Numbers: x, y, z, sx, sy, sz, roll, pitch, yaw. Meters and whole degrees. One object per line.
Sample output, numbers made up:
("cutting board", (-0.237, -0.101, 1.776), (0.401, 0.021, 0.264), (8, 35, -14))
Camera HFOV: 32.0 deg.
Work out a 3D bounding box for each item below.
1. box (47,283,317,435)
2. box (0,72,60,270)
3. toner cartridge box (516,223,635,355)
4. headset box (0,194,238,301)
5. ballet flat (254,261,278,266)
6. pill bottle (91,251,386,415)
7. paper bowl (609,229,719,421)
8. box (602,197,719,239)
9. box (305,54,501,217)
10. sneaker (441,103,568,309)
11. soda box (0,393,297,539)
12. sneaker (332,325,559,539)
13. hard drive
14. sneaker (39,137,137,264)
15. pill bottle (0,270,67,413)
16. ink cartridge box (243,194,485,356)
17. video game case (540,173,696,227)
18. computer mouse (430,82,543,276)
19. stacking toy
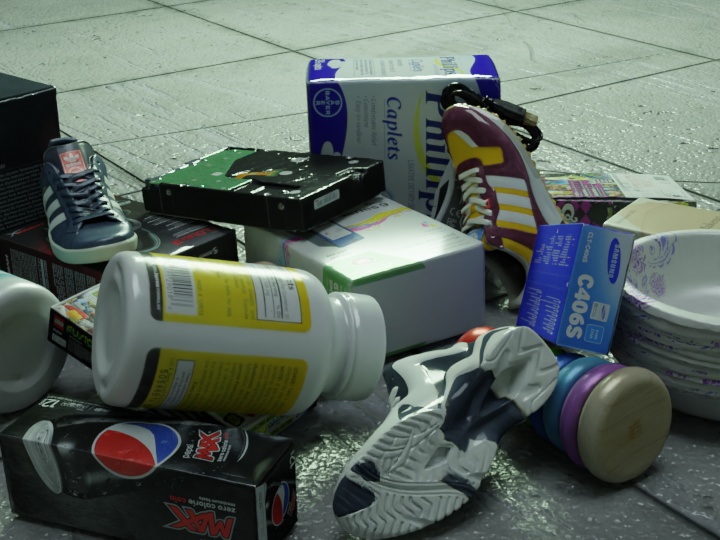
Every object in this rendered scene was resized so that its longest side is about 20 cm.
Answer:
("box", (-0.142, 0.070, 1.009), (0.200, 0.035, 0.110), (30, 35, 23))
("box", (-0.405, -0.097, 1.277), (0.200, 0.197, 0.124), (19, 31, 38))
("toner cartridge box", (0.172, 0.012, 1.027), (0.043, 0.095, 0.200), (12, 2, -2))
("headset box", (-0.222, -0.001, 1.195), (0.200, 0.077, 0.149), (16, 29, 38))
("ballet flat", (-0.074, 0.042, 1.091), (0.067, 0.068, 0.200), (-6, 21, -33))
("pill bottle", (-0.087, 0.050, 0.918), (0.200, 0.111, 0.111), (7, 19, -24))
("paper bowl", (0.297, 0.048, 1.012), (0.200, 0.105, 0.201), (-2, 23, 1))
("box", (0.330, -0.003, 1.160), (0.200, 0.078, 0.095), (14, 27, 31))
("box", (0.046, -0.126, 1.332), (0.200, 0.184, 0.105), (-2, 21, -1))
("sneaker", (0.124, -0.061, 1.179), (0.090, 0.200, 0.075), (-35, 1, -27))
("soda box", (-0.146, 0.142, 0.864), (0.200, 0.071, 0.063), (7, 25, 20))
("sneaker", (0.042, 0.118, 0.917), (0.199, 0.080, 0.130), (-47, 11, -22))
("hard drive", (-0.095, -0.081, 1.221), (0.200, 0.038, 0.140), (9, 24, 33))
("sneaker", (-0.259, -0.070, 1.155), (0.075, 0.085, 0.200), (-13, 25, -23))
("pill bottle", (-0.347, 0.042, 1.060), (0.200, 0.111, 0.111), (17, 30, 37))
("ink cartridge box", (0.000, 0.000, 1.166), (0.145, 0.088, 0.200), (-15, 24, -28))
("video game case", (0.252, -0.075, 1.341), (0.181, 0.036, 0.200), (1, 11, 5))
("computer mouse", (0.108, -0.077, 1.245), (0.110, 0.200, 0.044), (19, -8, -12))
("stacking toy", (0.139, 0.091, 0.968), (0.085, 0.086, 0.200), (-16, 21, -31))
